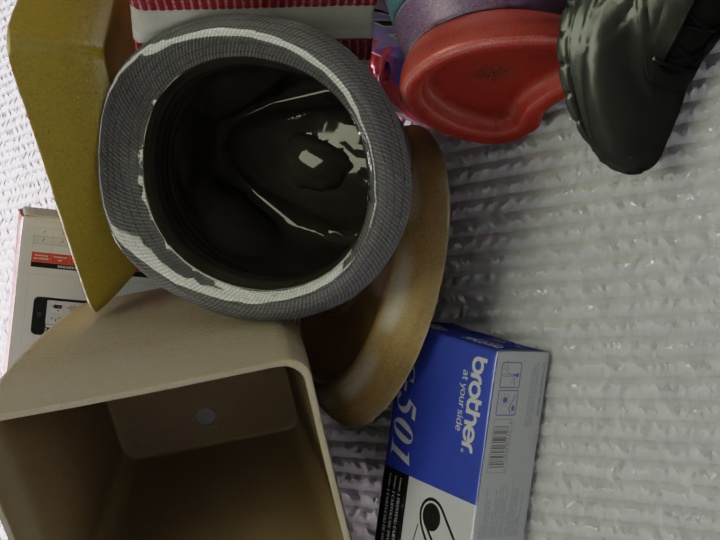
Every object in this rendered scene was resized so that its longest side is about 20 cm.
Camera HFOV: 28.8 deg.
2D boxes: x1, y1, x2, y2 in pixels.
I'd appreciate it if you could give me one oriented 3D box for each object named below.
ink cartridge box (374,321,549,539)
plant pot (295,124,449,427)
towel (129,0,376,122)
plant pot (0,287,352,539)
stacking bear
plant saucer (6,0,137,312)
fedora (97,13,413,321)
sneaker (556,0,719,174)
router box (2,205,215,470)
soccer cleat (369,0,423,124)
[{"bbox_3d":[0.055,0.138,0.848,0.094,0.044,0.201,14,98,54],"label":"ink cartridge box"},{"bbox_3d":[0.000,0.000,0.911,0.200,0.027,0.201,133,144,-50],"label":"plant pot"},{"bbox_3d":[-0.063,-0.144,0.831,0.200,0.143,0.023,97,168,-61],"label":"towel"},{"bbox_3d":[-0.114,0.109,0.905,0.177,0.199,0.201,-97,-5,-60],"label":"plant pot"},{"bbox_3d":[0.066,-0.193,0.811,0.121,0.113,0.201,-32,57,50],"label":"stacking bear"},{"bbox_3d":[-0.166,-0.110,0.916,0.200,0.048,0.201,-93,-6,-54],"label":"plant saucer"},{"bbox_3d":[-0.049,-0.063,0.835,0.199,0.090,0.178,3,101,27],"label":"fedora"},{"bbox_3d":[0.158,-0.145,0.701,0.091,0.076,0.201,21,108,46],"label":"sneaker"},{"bbox_3d":[-0.158,0.054,1.029,0.049,0.199,0.180,-147,65,-71],"label":"router box"},{"bbox_3d":[0.000,-0.153,0.925,0.200,0.076,0.067,50,127,45],"label":"soccer cleat"}]
